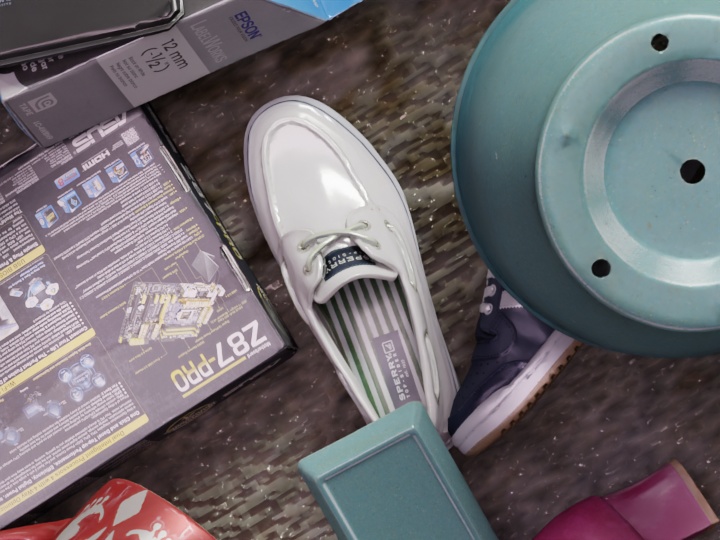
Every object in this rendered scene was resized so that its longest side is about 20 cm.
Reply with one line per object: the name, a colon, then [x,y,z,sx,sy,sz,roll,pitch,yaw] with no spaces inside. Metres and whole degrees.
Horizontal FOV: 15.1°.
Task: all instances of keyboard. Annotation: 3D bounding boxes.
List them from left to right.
keyboard: [-0.189,-0.156,1.332,0.200,0.021,0.127,-10,74,6]

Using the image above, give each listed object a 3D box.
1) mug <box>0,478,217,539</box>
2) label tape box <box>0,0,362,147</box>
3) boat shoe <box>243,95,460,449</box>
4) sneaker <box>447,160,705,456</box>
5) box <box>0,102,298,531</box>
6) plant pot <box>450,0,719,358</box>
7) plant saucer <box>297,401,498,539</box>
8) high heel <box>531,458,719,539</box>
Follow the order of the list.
mug: [-0.159,0.195,1.316,0.178,0.133,0.200,45,71,-10]
label tape box: [-0.101,-0.169,1.365,0.200,0.066,0.143,-24,64,7]
boat shoe: [0.000,0.000,1.365,0.073,0.067,0.200,-29,84,5]
sneaker: [0.080,-0.012,1.353,0.108,0.070,0.200,37,85,2]
box: [-0.157,0.025,1.393,0.200,0.049,0.161,-33,81,4]
plant pot: [0.142,-0.050,1.212,0.200,0.188,0.200,0,96,1]
plant saucer: [0.046,0.164,1.343,0.070,0.019,0.200,-28,104,5]
high heel: [0.164,0.195,1.331,0.096,0.067,0.200,-30,79,-5]
